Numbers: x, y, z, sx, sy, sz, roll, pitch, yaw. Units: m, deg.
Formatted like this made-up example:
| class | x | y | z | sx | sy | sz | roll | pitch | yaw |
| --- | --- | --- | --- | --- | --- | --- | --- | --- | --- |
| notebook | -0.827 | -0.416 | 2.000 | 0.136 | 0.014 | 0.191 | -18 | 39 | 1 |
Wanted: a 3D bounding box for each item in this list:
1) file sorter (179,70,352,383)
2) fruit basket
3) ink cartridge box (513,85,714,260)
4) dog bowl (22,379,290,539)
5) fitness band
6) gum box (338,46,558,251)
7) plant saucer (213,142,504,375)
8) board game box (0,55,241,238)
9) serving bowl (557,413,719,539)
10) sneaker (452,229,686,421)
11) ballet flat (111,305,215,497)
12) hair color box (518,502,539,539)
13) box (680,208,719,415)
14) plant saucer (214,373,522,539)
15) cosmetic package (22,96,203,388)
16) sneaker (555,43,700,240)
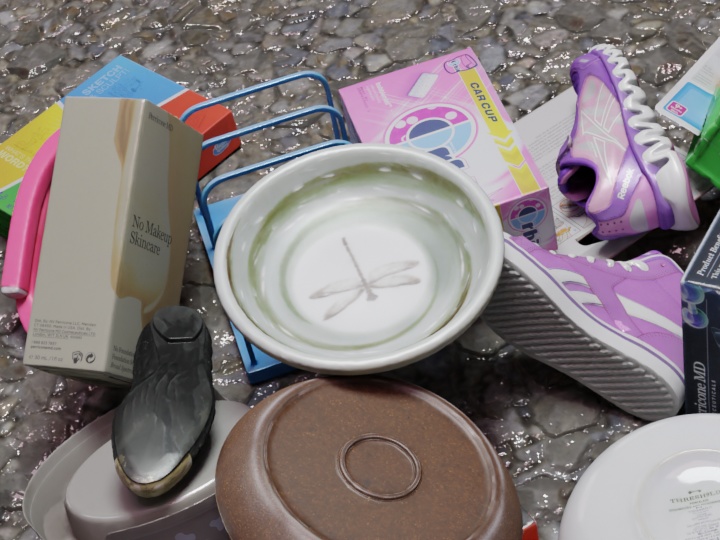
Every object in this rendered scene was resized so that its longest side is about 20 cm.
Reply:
| class | x | y | z | sx | sy | sz | roll | pitch | yaw |
| --- | --- | --- | --- | --- | --- | --- | --- | --- | --- |
| file sorter | -0.055 | -0.040 | 1.370 | 0.138 | 0.123 | 0.201 | -18 | 44 | -5 |
| fruit basket | 0.343 | -0.120 | 1.353 | 0.185 | 0.094 | 0.200 | 39 | 54 | 10 |
| ink cartridge box | 0.157 | -0.050 | 1.386 | 0.199 | 0.045 | 0.176 | -32 | 47 | -19 |
| dog bowl | -0.127 | 0.144 | 1.199 | 0.199 | 0.059 | 0.200 | -18 | 21 | 7 |
| fitness band | -0.207 | -0.027 | 1.389 | 0.143 | 0.037 | 0.202 | 2 | 75 | 22 |
| gum box | 0.063 | -0.083 | 1.362 | 0.113 | 0.066 | 0.201 | -18 | 44 | -4 |
| plant saucer | 0.000 | 0.000 | 1.211 | 0.198 | 0.050 | 0.201 | -3 | 50 | 4 |
| board game box | -0.226 | -0.093 | 1.522 | 0.153 | 0.040 | 0.200 | 27 | 57 | 34 |
| serving bowl | 0.220 | 0.167 | 1.124 | 0.199 | 0.066 | 0.201 | -7 | 49 | 8 |
| sneaker | 0.161 | 0.013 | 1.270 | 0.200 | 0.073 | 0.114 | 36 | 53 | 0 |
| ballet flat | -0.128 | 0.093 | 1.198 | 0.066 | 0.057 | 0.200 | 3 | 29 | 0 |
| hair color box | 0.009 | 0.196 | 1.156 | 0.199 | 0.061 | 0.102 | -27 | 45 | -14 |
| box | 0.324 | 0.048 | 1.171 | 0.199 | 0.149 | 0.107 | 16 | 50 | 27 |
| plant saucer | 0.010 | 0.132 | 1.105 | 0.199 | 0.035 | 0.201 | 10 | 42 | -9 |
| cosmetic package | -0.179 | -0.018 | 1.298 | 0.071 | 0.105 | 0.202 | 4 | 81 | 22 |
| sneaker | 0.184 | -0.094 | 1.342 | 0.088 | 0.081 | 0.201 | -23 | 42 | 6 |
